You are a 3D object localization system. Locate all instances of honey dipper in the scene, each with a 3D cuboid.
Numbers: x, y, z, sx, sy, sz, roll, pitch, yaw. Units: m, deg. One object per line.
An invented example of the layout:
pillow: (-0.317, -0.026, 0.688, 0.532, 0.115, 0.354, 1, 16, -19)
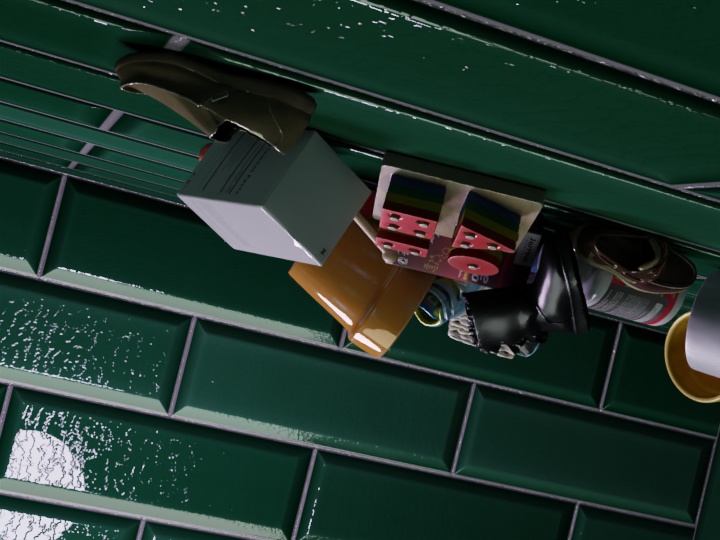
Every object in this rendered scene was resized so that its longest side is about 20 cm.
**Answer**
honey dipper: (-0.010, -0.080, 1.532, 0.200, 0.038, 0.038, 48, 161, -27)

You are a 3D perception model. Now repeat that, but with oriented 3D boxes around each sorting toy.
sorting toy: (0.113, -0.059, 1.444, 0.199, 0.070, 0.200, 14, 163, 1)

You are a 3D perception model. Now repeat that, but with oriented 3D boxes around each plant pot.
plant pot: (0.794, 0.177, 2.463, 0.189, 0.201, 0.201, -2, -172, -35)
plant pot: (0.000, 0.000, 1.716, 0.183, 0.200, 0.200, 31, 177, -4)

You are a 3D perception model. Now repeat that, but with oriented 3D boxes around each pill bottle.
pill bottle: (0.356, 0.006, 1.632, 0.200, 0.111, 0.111, 15, 178, -24)

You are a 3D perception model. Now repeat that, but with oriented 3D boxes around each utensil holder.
utensil holder: (0.607, 0.096, 1.692, 0.200, 0.170, 0.170, 16, 180, 36)

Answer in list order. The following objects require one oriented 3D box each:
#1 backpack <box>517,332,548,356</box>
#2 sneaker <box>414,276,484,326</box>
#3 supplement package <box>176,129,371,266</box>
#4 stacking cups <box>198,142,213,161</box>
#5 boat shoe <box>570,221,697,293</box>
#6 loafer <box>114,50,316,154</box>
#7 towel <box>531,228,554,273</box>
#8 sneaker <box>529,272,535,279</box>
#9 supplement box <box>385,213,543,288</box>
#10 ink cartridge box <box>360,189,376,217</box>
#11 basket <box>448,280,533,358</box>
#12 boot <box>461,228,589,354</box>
backpack: (0.271, 0.034, 2.121, 0.200, 0.176, 0.153, 25, -152, -6)
sneaker: (0.150, 0.011, 1.772, 0.080, 0.200, 0.131, 37, -144, 21)
supplement package: (-0.109, -0.096, 1.425, 0.200, 0.120, 0.121, 12, 152, 51)
stacking cups: (-0.166, -0.157, 1.628, 0.060, 0.061, 0.200, 16, -179, -43)
boat shoe: (0.380, -0.015, 1.540, 0.200, 0.072, 0.072, 22, 176, -21)
loafer: (-0.144, -0.160, 1.095, 0.200, 0.068, 0.076, 14, 178, 8)
towel: (0.286, -0.022, 1.720, 0.200, 0.049, 0.112, 16, -155, -32)
sneaker: (0.223, -0.047, 1.902, 0.200, 0.080, 0.086, 17, -165, -14)
supplement box: (0.144, -0.045, 1.592, 0.200, 0.109, 0.061, 13, -147, 1)
ink cartridge box: (-0.023, -0.103, 1.864, 0.116, 0.067, 0.200, 13, 178, -5)
basket: (0.232, 0.045, 1.952, 0.135, 0.123, 0.200, 20, -154, 6)
boot: (0.218, 0.033, 1.543, 0.162, 0.073, 0.198, -9, 137, 13)
